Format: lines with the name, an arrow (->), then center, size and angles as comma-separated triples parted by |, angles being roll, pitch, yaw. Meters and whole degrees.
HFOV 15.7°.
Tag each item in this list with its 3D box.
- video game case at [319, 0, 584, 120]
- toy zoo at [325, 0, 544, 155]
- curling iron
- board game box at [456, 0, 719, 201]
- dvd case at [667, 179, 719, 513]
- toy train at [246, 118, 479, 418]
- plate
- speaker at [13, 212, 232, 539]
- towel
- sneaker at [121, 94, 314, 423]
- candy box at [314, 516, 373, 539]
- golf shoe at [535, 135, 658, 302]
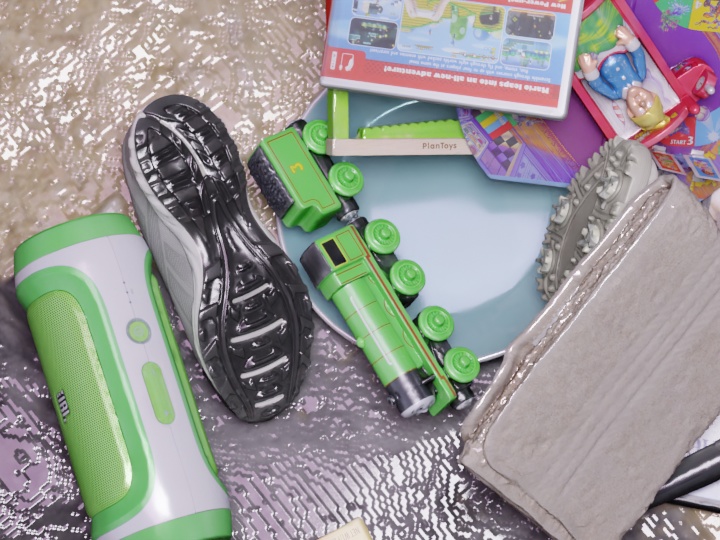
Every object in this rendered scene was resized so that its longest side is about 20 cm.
video game case -> 0.061, -0.193, 1.472 | 0.142, 0.017, 0.201 | 9, 88, 9
toy zoo -> 0.044, -0.168, 1.518 | 0.131, 0.020, 0.201 | -2, 95, -13
curling iron -> 0.224, 0.113, 1.507 | 0.199, 0.026, 0.050 | -18, 80, 0
board game box -> 0.155, -0.114, 1.498 | 0.199, 0.039, 0.159 | 6, 109, -14
dvd case -> 0.256, 0.051, 1.542 | 0.142, 0.018, 0.201 | 11, 79, 4
toy train -> 0.000, 0.000, 1.520 | 0.056, 0.042, 0.200 | -24, 76, -30
plate -> 0.048, -0.039, 1.566 | 0.199, 0.026, 0.201 | 0, 77, 2
speaker -> -0.139, 0.072, 1.517 | 0.088, 0.088, 0.201 | -19, 78, -2
towel -> 0.149, 0.059, 1.463 | 0.200, 0.034, 0.132 | -51, 123, -3
sneaker -> -0.086, -0.007, 1.548 | 0.074, 0.079, 0.201 | -21, 94, -20
candy box -> -0.006, 0.257, 1.491 | 0.115, 0.055, 0.200 | -26, 77, -4
golf shoe -> 0.150, 0.021, 1.508 | 0.097, 0.078, 0.201 | 10, 109, -18
